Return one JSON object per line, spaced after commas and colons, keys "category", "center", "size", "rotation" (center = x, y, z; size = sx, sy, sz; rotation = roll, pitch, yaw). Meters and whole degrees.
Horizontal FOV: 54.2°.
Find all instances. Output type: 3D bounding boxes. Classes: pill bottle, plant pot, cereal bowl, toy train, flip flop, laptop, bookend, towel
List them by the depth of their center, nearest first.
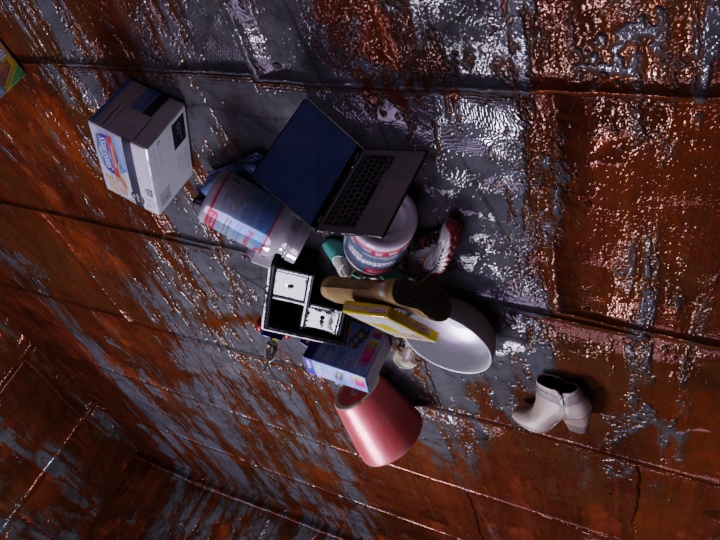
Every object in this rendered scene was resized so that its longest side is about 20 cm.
{"category": "laptop", "center": [-0.028, -0.165, 1.100], "size": [0.197, 0.189, 0.117], "rotation": [7, 144, 31]}
{"category": "pill bottle", "center": [0.029, -0.060, 1.257], "size": [0.118, 0.121, 0.200], "rotation": [26, 161, 4]}
{"category": "pill bottle", "center": [-0.195, -0.096, 1.320], "size": [0.197, 0.110, 0.109], "rotation": [28, 149, -7]}
{"category": "towel", "center": [-0.224, -0.167, 1.389], "size": [0.198, 0.049, 0.112], "rotation": [-12, 133, 46]}
{"category": "cereal bowl", "center": [0.185, 0.117, 1.425], "size": [0.197, 0.084, 0.202], "rotation": [21, 147, 14]}
{"category": "bookend", "center": [-0.106, 0.051, 1.526], "size": [0.196, 0.093, 0.201], "rotation": [13, 132, -3]}
{"category": "flip flop", "center": [0.113, 0.187, 1.604], "size": [0.080, 0.058, 0.201], "rotation": [28, 148, 2]}
{"category": "toy train", "center": [-0.203, 0.146, 1.662], "size": [0.083, 0.204, 0.116], "rotation": [15, 164, -1]}
{"category": "plant pot", "center": [0.035, 0.368, 1.814], "size": [0.198, 0.201, 0.178], "rotation": [-13, 121, 47]}

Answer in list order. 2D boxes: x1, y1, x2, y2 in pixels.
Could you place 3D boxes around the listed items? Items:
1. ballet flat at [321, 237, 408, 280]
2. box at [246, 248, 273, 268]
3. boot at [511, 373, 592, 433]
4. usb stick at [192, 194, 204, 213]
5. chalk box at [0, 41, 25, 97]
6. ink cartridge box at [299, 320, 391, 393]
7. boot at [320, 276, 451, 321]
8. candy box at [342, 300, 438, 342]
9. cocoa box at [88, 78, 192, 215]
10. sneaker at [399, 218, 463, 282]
{"category": "ballet flat", "center": [0.000, 0.000, 1.421], "size": [0.197, 0.071, 0.068], "rotation": [25, 149, 8]}
{"category": "box", "center": [-0.208, -0.040, 1.461], "size": [0.041, 0.039, 0.200], "rotation": [20, -177, -13]}
{"category": "boot", "center": [0.400, 0.280, 1.507], "size": [0.197, 0.071, 0.148], "rotation": [1, 132, 36]}
{"category": "usb stick", "center": [-0.272, -0.111, 1.520], "size": [0.197, 0.033, 0.056], "rotation": [22, 153, 11]}
{"category": "chalk box", "center": [-0.806, -0.382, 1.411], "size": [0.122, 0.202, 0.125], "rotation": [6, 142, 32]}
{"category": "ink cartridge box", "center": [-0.045, 0.188, 1.658], "size": [0.196, 0.138, 0.077], "rotation": [14, 144, 23]}
{"category": "boot", "center": [0.049, 0.046, 1.323], "size": [0.173, 0.067, 0.198], "rotation": [24, 164, -37]}
{"category": "candy box", "center": [0.060, 0.098, 1.322], "size": [0.101, 0.027, 0.199], "rotation": [3, 164, 34]}
{"category": "cocoa box", "center": [-0.420, -0.237, 1.366], "size": [0.129, 0.135, 0.201], "rotation": [25, 148, 8]}
{"category": "sneaker", "center": [0.122, -0.033, 1.270], "size": [0.081, 0.079, 0.201], "rotation": [30, 148, 0]}
